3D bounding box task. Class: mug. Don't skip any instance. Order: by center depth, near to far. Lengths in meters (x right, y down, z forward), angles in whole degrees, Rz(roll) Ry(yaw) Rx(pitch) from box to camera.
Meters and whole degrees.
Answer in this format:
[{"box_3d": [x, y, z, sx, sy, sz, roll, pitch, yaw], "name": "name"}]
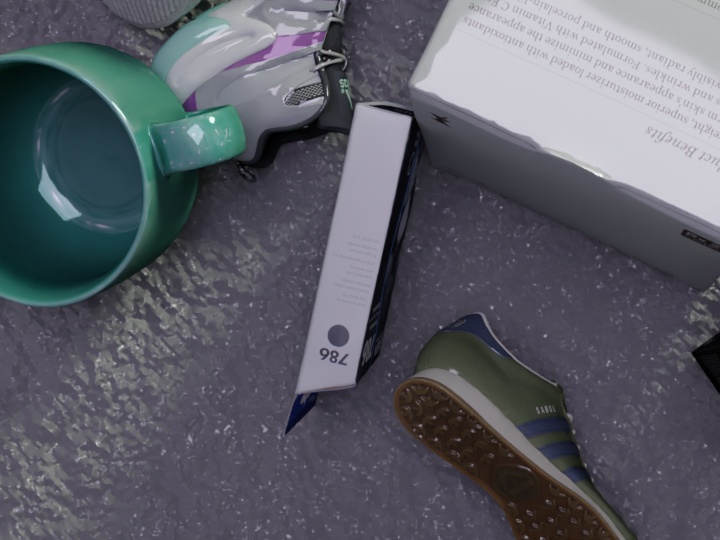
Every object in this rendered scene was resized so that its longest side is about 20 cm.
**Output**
[{"box_3d": [-0.163, -0.058, 0.932, 0.184, 0.114, 0.153, 22, 109, 11], "name": "mug"}]

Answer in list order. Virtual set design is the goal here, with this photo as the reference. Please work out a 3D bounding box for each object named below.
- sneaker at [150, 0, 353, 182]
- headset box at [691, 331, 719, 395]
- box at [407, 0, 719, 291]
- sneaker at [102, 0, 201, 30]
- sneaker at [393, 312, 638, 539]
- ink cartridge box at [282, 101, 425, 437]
[{"box_3d": [-0.021, -0.141, 0.960, 0.200, 0.078, 0.140, -44, 82, 11], "name": "sneaker"}, {"box_3d": [0.298, 0.019, 0.861, 0.199, 0.149, 0.075, -35, 83, 3], "name": "headset box"}, {"box_3d": [0.146, -0.096, 0.867, 0.198, 0.200, 0.131, 26, 86, 9], "name": "box"}, {"box_3d": [-0.101, -0.208, 0.941, 0.082, 0.199, 0.074, -43, 110, -31], "name": "sneaker"}, {"box_3d": [0.111, 0.107, 0.915, 0.200, 0.090, 0.067, 45, 134, -13], "name": "sneaker"}, {"box_3d": [0.000, 0.000, 0.907, 0.039, 0.099, 0.201, 15, 100, 7], "name": "ink cartridge box"}]
